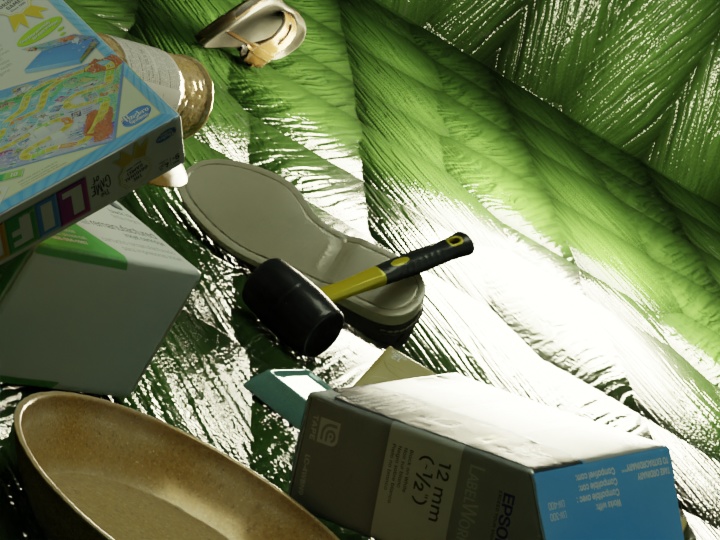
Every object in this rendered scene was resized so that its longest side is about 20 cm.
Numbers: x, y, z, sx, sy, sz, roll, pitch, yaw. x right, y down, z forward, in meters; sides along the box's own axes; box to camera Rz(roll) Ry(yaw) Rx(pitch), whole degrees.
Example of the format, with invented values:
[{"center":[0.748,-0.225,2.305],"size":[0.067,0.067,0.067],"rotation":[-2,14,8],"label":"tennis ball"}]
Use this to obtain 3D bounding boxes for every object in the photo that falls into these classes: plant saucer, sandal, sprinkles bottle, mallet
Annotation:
[{"center":[-0.079,0.126,1.182],"size":[0.199,0.036,0.200],"rotation":[30,11,-7],"label":"plant saucer"},{"center":[-0.095,-0.222,2.506],"size":[0.055,0.081,0.200],"rotation":[57,11,12],"label":"sandal"},{"center":[0.022,0.118,1.518],"size":[0.200,0.019,0.070],"rotation":[38,14,21],"label":"plant saucer"},{"center":[-0.184,-0.140,1.908],"size":[0.068,0.068,0.200],"rotation":[37,13,24],"label":"sprinkles bottle"},{"center":[0.000,0.000,1.728],"size":[0.066,0.041,0.200],"rotation":[35,35,20],"label":"mallet"}]

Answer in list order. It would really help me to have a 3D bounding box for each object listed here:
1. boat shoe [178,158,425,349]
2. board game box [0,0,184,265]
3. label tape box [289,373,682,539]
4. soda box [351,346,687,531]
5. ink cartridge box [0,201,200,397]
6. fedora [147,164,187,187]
[{"center":[-0.045,-0.007,1.805],"size":[0.199,0.073,0.063],"rotation":[30,-32,17],"label":"boat shoe"},{"center":[-0.204,-0.057,1.257],"size":[0.134,0.199,0.034],"rotation":[45,-27,32],"label":"board game box"},{"center":[0.086,0.111,1.288],"size":[0.199,0.067,0.143],"rotation":[15,10,32],"label":"label tape box"},{"center":[0.077,0.127,1.445],"size":[0.199,0.064,0.068],"rotation":[31,27,8],"label":"soda box"},{"center":[-0.206,-0.027,1.355],"size":[0.200,0.084,0.146],"rotation":[39,14,29],"label":"ink cartridge box"},{"center":[-0.202,-0.075,1.570],"size":[0.200,0.082,0.201],"rotation":[27,9,-4],"label":"fedora"}]
